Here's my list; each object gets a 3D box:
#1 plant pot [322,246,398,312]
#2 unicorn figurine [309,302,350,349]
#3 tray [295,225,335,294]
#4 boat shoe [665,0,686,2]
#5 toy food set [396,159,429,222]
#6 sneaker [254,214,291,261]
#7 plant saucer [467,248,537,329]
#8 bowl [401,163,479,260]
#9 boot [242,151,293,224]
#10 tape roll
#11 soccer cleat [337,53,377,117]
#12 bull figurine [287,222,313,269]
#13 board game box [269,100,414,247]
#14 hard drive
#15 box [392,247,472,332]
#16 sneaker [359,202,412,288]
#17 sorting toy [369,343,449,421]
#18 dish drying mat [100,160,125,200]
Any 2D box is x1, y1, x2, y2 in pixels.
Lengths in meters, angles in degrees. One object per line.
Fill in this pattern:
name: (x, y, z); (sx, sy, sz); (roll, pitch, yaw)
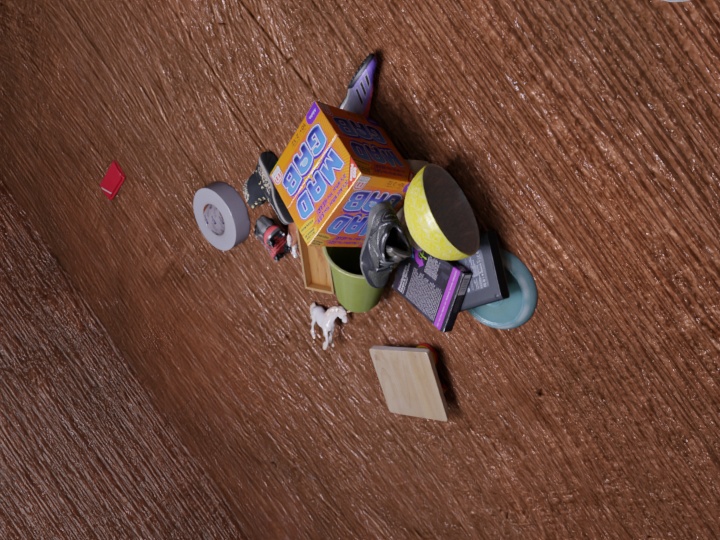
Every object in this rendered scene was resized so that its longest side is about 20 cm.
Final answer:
plant pot: (0.000, 0.000, 1.349); (0.197, 0.200, 0.193); (33, 144, 21)
unicorn figurine: (-0.096, 0.151, 1.587); (0.196, 0.073, 0.142); (20, 117, 39)
tray: (-0.111, -0.045, 1.420); (0.096, 0.037, 0.207); (10, 117, 32)
boat shoe: (0.402, -0.442, 0.785); (0.198, 0.071, 0.071); (36, 134, 20)
toy food set: (0.067, -0.174, 1.242); (0.196, 0.059, 0.149); (9, 98, 42)
sneaker: (-0.252, -0.095, 1.544); (0.098, 0.071, 0.201); (44, 168, 14)
plant saucer: (0.294, 0.046, 1.213); (0.196, 0.027, 0.206); (23, 128, 31)
bowl: (0.146, -0.101, 1.114); (0.106, 0.200, 0.204); (-28, 96, 33)
boot: (-0.251, -0.200, 1.508); (0.153, 0.072, 0.209); (-33, 77, 49)
tape roll: (-0.435, -0.170, 1.704); (0.196, 0.066, 0.206); (21, 127, 30)
soccer cleat: (0.001, -0.378, 1.198); (0.072, 0.069, 0.201); (31, 134, -4)
bull figurine: (-0.122, -0.074, 1.478); (0.197, 0.064, 0.125); (33, 122, 25)
board game box: (-0.036, -0.195, 1.162); (0.201, 0.196, 0.203); (-48, 61, 31)
hard drive: (0.228, 0.012, 1.197); (0.198, 0.032, 0.145); (-24, 74, 52)
box: (0.157, 0.023, 1.241); (0.199, 0.035, 0.147); (41, 123, 43)
sneaker: (0.051, -0.026, 1.133); (0.116, 0.074, 0.204); (-118, 29, -46)
sorting toy: (0.142, 0.286, 1.463); (0.194, 0.069, 0.206); (-3, 112, 42)
dish drying mat: (-0.956, -0.343, 2.098); (0.198, 0.018, 0.078); (-29, 93, 47)
